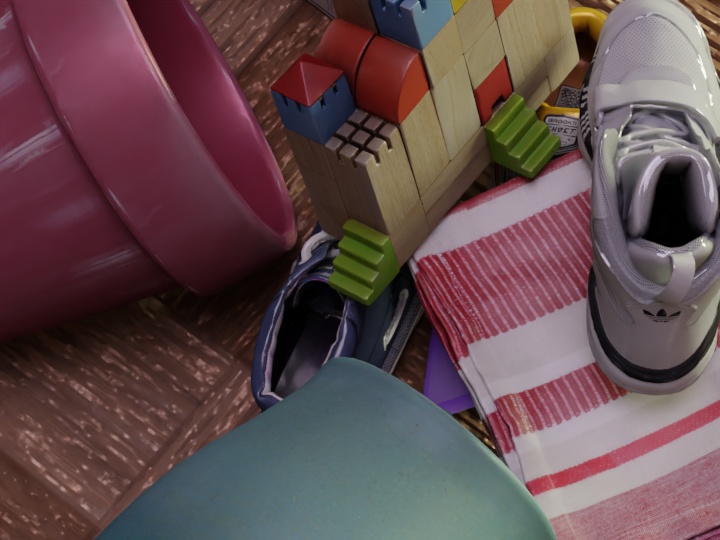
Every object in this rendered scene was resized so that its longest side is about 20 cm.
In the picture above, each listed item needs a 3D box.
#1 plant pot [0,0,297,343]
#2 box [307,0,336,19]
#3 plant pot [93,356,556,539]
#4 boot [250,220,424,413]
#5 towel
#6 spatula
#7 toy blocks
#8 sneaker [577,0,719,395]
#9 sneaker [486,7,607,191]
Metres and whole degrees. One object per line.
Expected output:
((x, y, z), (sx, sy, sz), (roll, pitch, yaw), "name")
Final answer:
((-0.154, -0.056, 0.978), (0.178, 0.200, 0.201), (-28, 64, 8), "plant pot")
((-0.015, -0.196, 1.062), (0.200, 0.117, 0.060), (38, 73, 21), "box")
((-0.021, 0.148, 0.849), (0.199, 0.200, 0.188), (35, 74, 19), "plant pot")
((0.000, 0.000, 0.981), (0.072, 0.091, 0.201), (13, 66, 11), "boot")
((0.119, 0.037, 0.917), (0.143, 0.023, 0.201), (-24, 69, -6), "towel")
((0.049, -0.024, 0.981), (0.056, 0.020, 0.202), (-20, 63, 36), "spatula")
((0.030, -0.104, 0.913), (0.099, 0.137, 0.200), (27, 64, 32), "toy blocks")
((0.138, -0.055, 0.883), (0.074, 0.115, 0.202), (3, 66, 3), "sneaker")
((0.094, -0.044, 0.999), (0.077, 0.082, 0.202), (7, 67, 7), "sneaker")
